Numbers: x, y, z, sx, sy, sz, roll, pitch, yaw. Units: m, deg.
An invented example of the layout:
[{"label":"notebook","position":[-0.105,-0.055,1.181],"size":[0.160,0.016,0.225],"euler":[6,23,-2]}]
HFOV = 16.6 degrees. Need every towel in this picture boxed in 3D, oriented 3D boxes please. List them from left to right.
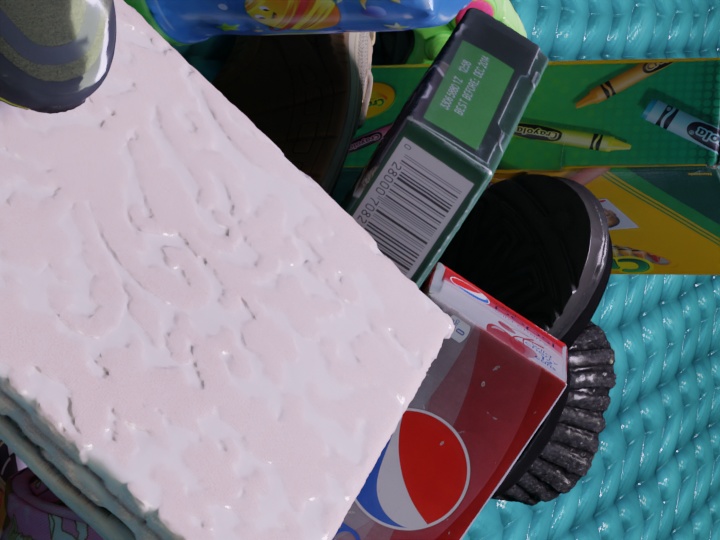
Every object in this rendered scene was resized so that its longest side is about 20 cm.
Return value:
[{"label":"towel","position":[-0.071,0.004,0.830],"size":[0.200,0.032,0.191],"euler":[45,38,-9]}]

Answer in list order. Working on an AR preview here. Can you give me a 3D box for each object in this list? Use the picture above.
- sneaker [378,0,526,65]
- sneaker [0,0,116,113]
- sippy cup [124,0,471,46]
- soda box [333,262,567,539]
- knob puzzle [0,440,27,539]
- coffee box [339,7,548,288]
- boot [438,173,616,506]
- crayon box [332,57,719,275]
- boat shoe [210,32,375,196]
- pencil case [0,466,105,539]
[{"label":"sneaker","position":[0.035,-0.142,1.195],"size":[0.200,0.076,0.084],"euler":[80,-5,-67]},{"label":"sneaker","position":[-0.110,-0.144,0.765],"size":[0.074,0.081,0.201],"euler":[-19,110,-25]},{"label":"sippy cup","position":[-0.020,-0.148,0.951],"size":[0.140,0.130,0.178],"euler":[75,31,-48]},{"label":"soda box","position":[0.004,0.100,1.005],"size":[0.200,0.070,0.063],"euler":[-56,-178,13]},{"label":"knob puzzle","position":[-0.097,0.027,0.924],"size":[0.220,0.030,0.221],"euler":[2,90,-70]},{"label":"coffee box","position":[0.000,0.000,1.006],"size":[0.200,0.044,0.123],"euler":[-57,-178,31]},{"label":"boot","position":[0.081,0.036,1.176],"size":[0.157,0.211,0.080],"euler":[0,50,-47]},{"label":"crayon box","position":[0.085,-0.047,1.169],"size":[0.119,0.199,0.058],"euler":[53,42,-60]},{"label":"boat shoe","position":[-0.027,-0.069,1.051],"size":[0.065,0.072,0.201],"euler":[64,29,-51]},{"label":"pencil case","position":[-0.088,0.165,0.858],"size":[0.083,0.086,0.201],"euler":[-9,110,-56]}]
